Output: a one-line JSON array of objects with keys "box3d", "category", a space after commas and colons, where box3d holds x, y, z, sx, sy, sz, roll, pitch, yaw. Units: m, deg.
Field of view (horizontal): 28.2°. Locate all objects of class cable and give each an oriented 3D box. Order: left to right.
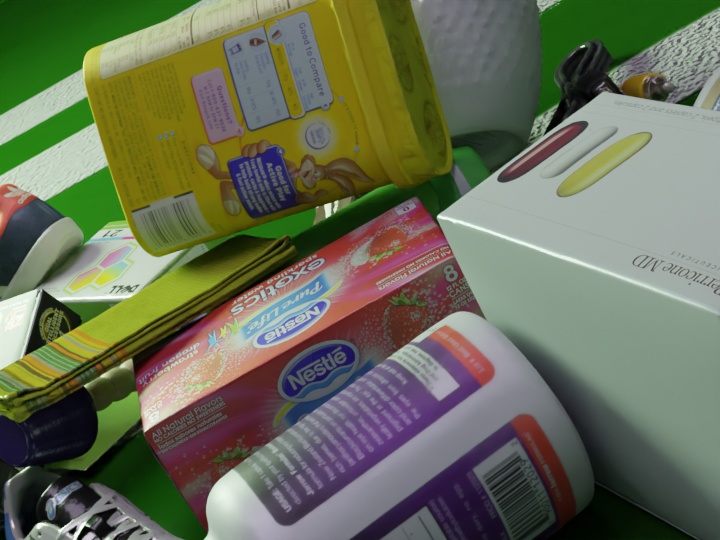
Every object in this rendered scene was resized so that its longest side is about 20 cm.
[{"box3d": [0.168, -0.118, 1.048, 0.097, 0.050, 0.200, -43, 10, 9], "category": "cable"}]

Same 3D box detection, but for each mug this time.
[{"box3d": [0.065, -0.154, 0.996, 0.146, 0.177, 0.199, -20, -19, 27], "category": "mug"}]

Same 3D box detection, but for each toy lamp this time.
[{"box3d": [-0.150, 0.071, 0.905, 0.058, 0.059, 0.199, -9, 12, 36], "category": "toy lamp"}]

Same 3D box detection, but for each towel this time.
[{"box3d": [-0.136, 0.027, 0.857, 0.199, 0.018, 0.086, -31, 22, -26], "category": "towel"}]

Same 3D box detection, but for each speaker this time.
[{"box3d": [0.000, 0.000, 0.919, 0.199, 0.089, 0.089, -30, 24, -2], "category": "speaker"}]

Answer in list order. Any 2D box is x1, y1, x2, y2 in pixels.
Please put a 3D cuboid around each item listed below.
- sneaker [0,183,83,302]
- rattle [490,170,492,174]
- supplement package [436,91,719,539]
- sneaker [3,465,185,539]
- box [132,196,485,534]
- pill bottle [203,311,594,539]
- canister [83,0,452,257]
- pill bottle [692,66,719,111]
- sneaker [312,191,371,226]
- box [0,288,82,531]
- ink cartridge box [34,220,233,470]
[{"box3d": [-0.298, 0.015, 1.130, 0.200, 0.084, 0.075, -51, -3, 22], "category": "sneaker"}, {"box3d": [0.016, -0.137, 1.112, 0.129, 0.145, 0.199, -19, 12, -26], "category": "rattle"}, {"box3d": [0.151, 0.026, 0.618, 0.110, 0.157, 0.200, -36, 26, -16], "category": "supplement package"}, {"box3d": [-0.142, 0.155, 0.789, 0.072, 0.073, 0.199, -41, 28, -30], "category": "sneaker"}, {"box3d": [-0.022, 0.057, 0.817, 0.199, 0.096, 0.100, -29, 25, -1], "category": "box"}, {"box3d": [-0.001, 0.118, 0.658, 0.199, 0.112, 0.111, -34, 25, -12], "category": "pill bottle"}, {"box3d": [-0.059, -0.102, 0.889, 0.198, 0.150, 0.086, -16, 3, 18], "category": "canister"}, {"box3d": [0.253, -0.042, 0.691, 0.115, 0.116, 0.200, -32, 25, -8], "category": "pill bottle"}, {"box3d": [-0.012, -0.083, 1.039, 0.075, 0.070, 0.202, -26, 46, 41], "category": "sneaker"}, {"box3d": [-0.294, 0.111, 0.998, 0.198, 0.049, 0.163, -15, 51, 32], "category": "box"}, {"box3d": [-0.187, 0.049, 1.036, 0.147, 0.076, 0.200, -3, 34, 44], "category": "ink cartridge box"}]
